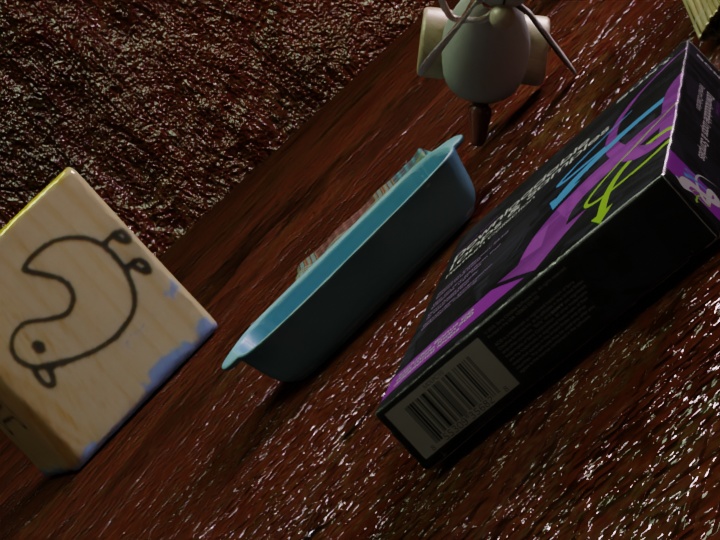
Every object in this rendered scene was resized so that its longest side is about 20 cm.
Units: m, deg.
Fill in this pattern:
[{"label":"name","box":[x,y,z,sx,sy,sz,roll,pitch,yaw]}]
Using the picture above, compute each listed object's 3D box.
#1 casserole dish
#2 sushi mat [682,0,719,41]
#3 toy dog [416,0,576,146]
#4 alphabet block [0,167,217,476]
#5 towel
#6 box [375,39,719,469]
[{"label":"casserole dish","box":[0.000,0.000,1.212,0.200,0.039,0.121,-45,7,-4]},{"label":"sushi mat","box":[0.190,-0.203,1.073,0.096,0.012,0.200,-57,20,27]},{"label":"toy dog","box":[0.082,-0.145,1.346,0.131,0.097,0.200,-1,-11,20]},{"label":"alphabet block","box":[-0.280,0.052,1.869,0.195,0.200,0.196,-46,7,-19]},{"label":"towel","box":[0.005,-0.032,1.458,0.147,0.022,0.200,-43,6,2]},{"label":"box","box":[0.083,-0.013,0.804,0.143,0.036,0.200,-41,6,22]}]
